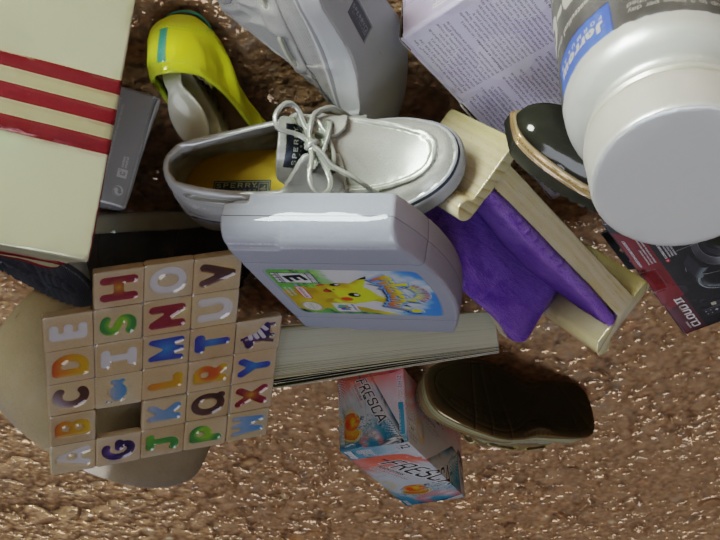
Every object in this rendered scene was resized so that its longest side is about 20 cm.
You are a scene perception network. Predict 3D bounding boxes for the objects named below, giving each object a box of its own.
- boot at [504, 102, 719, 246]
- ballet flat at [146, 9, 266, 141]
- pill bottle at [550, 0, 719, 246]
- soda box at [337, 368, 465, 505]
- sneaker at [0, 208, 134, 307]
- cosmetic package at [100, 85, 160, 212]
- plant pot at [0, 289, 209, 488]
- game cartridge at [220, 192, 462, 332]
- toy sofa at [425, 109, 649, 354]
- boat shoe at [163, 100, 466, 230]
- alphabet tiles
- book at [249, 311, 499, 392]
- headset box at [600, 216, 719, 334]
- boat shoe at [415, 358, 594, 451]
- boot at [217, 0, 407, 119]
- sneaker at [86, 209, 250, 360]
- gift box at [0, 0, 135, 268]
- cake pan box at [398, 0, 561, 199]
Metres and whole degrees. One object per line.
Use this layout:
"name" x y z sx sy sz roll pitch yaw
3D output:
"boot" 0.203 -0.100 0.782 0.197 0.078 0.139 12 136 -19
"ballet flat" -0.099 -0.094 0.903 0.066 0.068 0.201 -11 137 18
"pill bottle" 0.163 -0.118 0.687 0.112 0.202 0.115 2 136 1
"soda box" 0.040 0.154 1.135 0.063 0.069 0.200 -11 154 16
"sneaker" -0.258 -0.044 0.962 0.198 0.082 0.071 27 149 18
"cosmetic package" -0.247 -0.105 0.857 0.198 0.091 0.107 19 178 -16
"plant pot" -0.184 0.056 1.009 0.198 0.201 0.135 25 106 -23
"game cartridge" 0.000 0.000 0.845 0.131 0.041 0.200 -3 160 15
"toy sofa" 0.110 -0.013 0.895 0.098 0.083 0.200 -51 128 -2
"boat shoe" -0.035 -0.074 0.808 0.199 0.076 0.086 -2 160 15
"alphabet tiles" -0.136 0.065 0.876 0.165 0.008 0.202 -8 137 -19
"book" 0.000 0.063 1.021 0.197 0.049 0.134 -7 175 -10
"headset box" 0.278 -0.045 0.927 0.198 0.078 0.149 -23 132 28
"boat shoe" 0.121 0.129 1.118 0.198 0.075 0.066 16 145 -34
"boot" -0.034 -0.165 0.831 0.095 0.074 0.201 21 158 25
"sneaker" -0.116 0.008 0.939 0.198 0.108 0.074 -4 -176 -38
"gift box" -0.244 -0.111 0.716 0.184 0.203 0.184 10 171 -24
"cake pan box" 0.149 -0.154 0.834 0.183 0.053 0.200 -30 129 29
